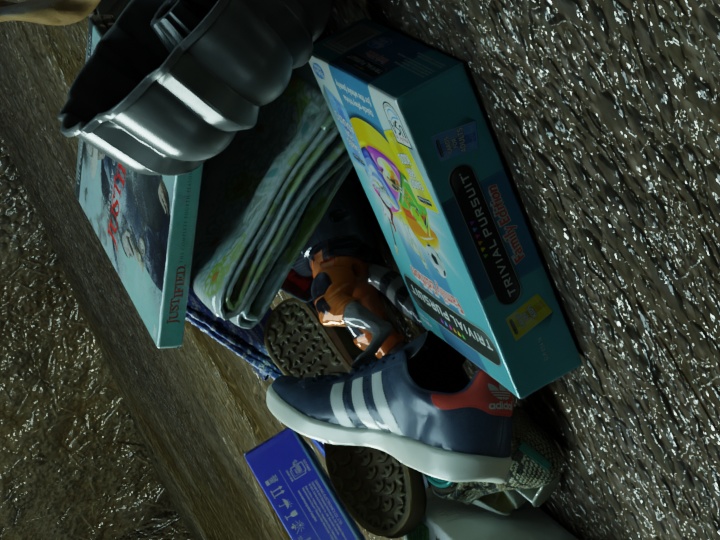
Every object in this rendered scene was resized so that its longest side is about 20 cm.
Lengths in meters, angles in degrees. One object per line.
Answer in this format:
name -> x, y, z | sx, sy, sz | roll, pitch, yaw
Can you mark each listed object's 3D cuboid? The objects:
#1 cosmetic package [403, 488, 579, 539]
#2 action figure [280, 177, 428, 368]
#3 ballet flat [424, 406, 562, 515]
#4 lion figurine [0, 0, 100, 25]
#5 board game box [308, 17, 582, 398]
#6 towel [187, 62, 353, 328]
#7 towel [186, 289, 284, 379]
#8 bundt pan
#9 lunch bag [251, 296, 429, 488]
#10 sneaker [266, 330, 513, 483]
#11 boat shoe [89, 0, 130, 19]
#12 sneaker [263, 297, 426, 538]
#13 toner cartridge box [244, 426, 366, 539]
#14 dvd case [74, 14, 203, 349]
cosmetic package -> 0.104, 0.227, 1.589 | 0.200, 0.084, 0.108 | -146, 49, -67
action figure -> 0.000, 0.000, 1.626 | 0.200, 0.104, 0.194 | 23, -145, -58
ballet flat -> 0.093, 0.134, 1.548 | 0.075, 0.068, 0.200 | 36, 168, -4
lion figurine -> -0.181, -0.210, 1.582 | 0.122, 0.199, 0.073 | 15, -111, -51
board game box -> 0.047, -0.039, 1.351 | 0.201, 0.047, 0.151 | 67, 168, -23
towel -> -0.075, -0.069, 1.523 | 0.048, 0.172, 0.200 | 29, -173, -30
towel -> -0.122, 0.001, 1.705 | 0.200, 0.024, 0.145 | 38, -164, -44
bundt pan -> -0.089, -0.137, 1.385 | 0.076, 0.202, 0.202 | 41, 176, -20
lunch bag -> -0.010, 0.115, 1.824 | 0.160, 0.075, 0.200 | 55, 180, 38
sneaker -> 0.023, 0.076, 1.473 | 0.199, 0.075, 0.085 | 13, 94, 41
boat shoe -> -0.178, -0.230, 1.739 | 0.201, 0.071, 0.076 | 66, -173, 12
sneaker -> 0.008, 0.107, 1.667 | 0.090, 0.067, 0.201 | 15, -142, -54
toner cartridge box -> -0.009, 0.212, 1.626 | 0.201, 0.043, 0.095 | 58, 180, 18
dvd case -> -0.151, -0.062, 1.537 | 0.200, 0.022, 0.147 | -122, 34, -50
